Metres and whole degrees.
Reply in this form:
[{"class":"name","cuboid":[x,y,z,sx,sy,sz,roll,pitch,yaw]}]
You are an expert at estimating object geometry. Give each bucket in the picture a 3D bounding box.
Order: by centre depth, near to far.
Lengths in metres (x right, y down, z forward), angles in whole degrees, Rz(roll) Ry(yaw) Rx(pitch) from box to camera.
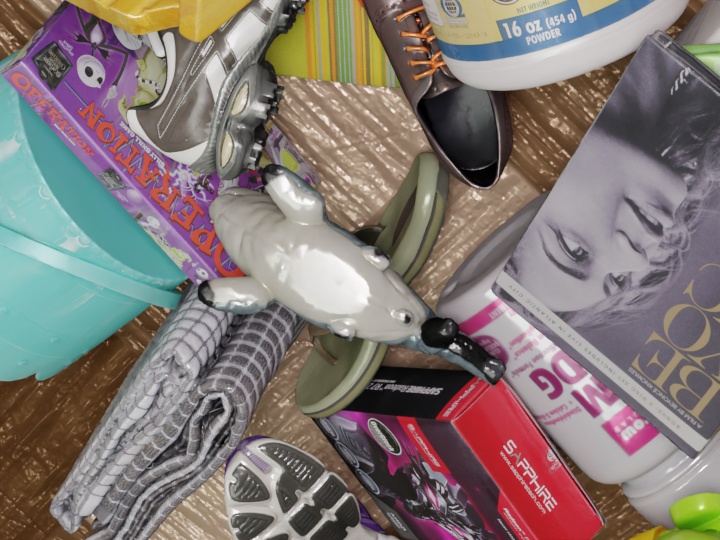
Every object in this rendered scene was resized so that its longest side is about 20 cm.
[{"class":"bucket","cuboid":[-0.196,-0.043,1.197,0.134,0.207,0.208,-30,104,30]}]

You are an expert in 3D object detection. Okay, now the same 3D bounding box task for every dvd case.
[{"class":"dvd case","cuboid":[0.164,-0.008,0.983,0.149,0.016,0.200,40,136,12]}]

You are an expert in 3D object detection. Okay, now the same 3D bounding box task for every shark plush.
[{"class":"shark plush","cuboid":[0.000,0.000,1.110,0.199,0.083,0.091,18,94,6]}]

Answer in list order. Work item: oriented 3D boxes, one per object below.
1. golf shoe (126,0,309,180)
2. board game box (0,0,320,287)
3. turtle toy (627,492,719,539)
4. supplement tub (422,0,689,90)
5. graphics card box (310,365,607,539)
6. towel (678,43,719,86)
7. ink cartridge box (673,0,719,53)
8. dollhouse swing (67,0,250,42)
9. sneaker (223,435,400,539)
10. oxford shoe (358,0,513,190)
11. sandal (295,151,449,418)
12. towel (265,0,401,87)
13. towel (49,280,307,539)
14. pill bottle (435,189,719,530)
[{"class":"golf shoe","cuboid":[-0.079,-0.158,1.101,0.094,0.078,0.201,17,91,3]},{"class":"board game box","cuboid":[-0.118,-0.087,1.159,0.032,0.120,0.200,-15,123,49]},{"class":"turtle toy","cuboid":[0.225,0.184,1.085,0.199,0.102,0.145,25,138,-39]},{"class":"supplement tub","cuboid":[0.082,-0.212,0.998,0.144,0.145,0.201,-11,115,29]},{"class":"graphics card box","cuboid":[0.056,0.122,1.211,0.126,0.051,0.200,54,158,-18]},{"class":"towel","cuboid":[0.228,-0.024,0.963,0.148,0.031,0.201,-3,118,24]},{"class":"ink cartridge box","cuboid":[0.213,-0.071,1.038,0.128,0.125,0.200,38,127,-2]},{"class":"dollhouse swing","cuboid":[-0.121,-0.265,1.015,0.200,0.182,0.176,30,151,33]},{"class":"sneaker","cuboid":[-0.040,0.169,1.285,0.083,0.081,0.200,45,176,43]},{"class":"oxford shoe","cuboid":[0.044,-0.139,1.093,0.071,0.073,0.201,-24,114,9]},{"class":"sandal","cuboid":[-0.003,0.004,1.206,0.057,0.080,0.202,15,119,-18]},{"class":"towel","cuboid":[-0.055,-0.165,1.171,0.199,0.018,0.087,8,117,20]},{"class":"towel","cuboid":[-0.114,0.087,1.256,0.085,0.166,0.200,33,127,-5]},{"class":"pill bottle","cuboid":[0.151,0.057,1.151,0.200,0.113,0.113,46,126,-8]}]
